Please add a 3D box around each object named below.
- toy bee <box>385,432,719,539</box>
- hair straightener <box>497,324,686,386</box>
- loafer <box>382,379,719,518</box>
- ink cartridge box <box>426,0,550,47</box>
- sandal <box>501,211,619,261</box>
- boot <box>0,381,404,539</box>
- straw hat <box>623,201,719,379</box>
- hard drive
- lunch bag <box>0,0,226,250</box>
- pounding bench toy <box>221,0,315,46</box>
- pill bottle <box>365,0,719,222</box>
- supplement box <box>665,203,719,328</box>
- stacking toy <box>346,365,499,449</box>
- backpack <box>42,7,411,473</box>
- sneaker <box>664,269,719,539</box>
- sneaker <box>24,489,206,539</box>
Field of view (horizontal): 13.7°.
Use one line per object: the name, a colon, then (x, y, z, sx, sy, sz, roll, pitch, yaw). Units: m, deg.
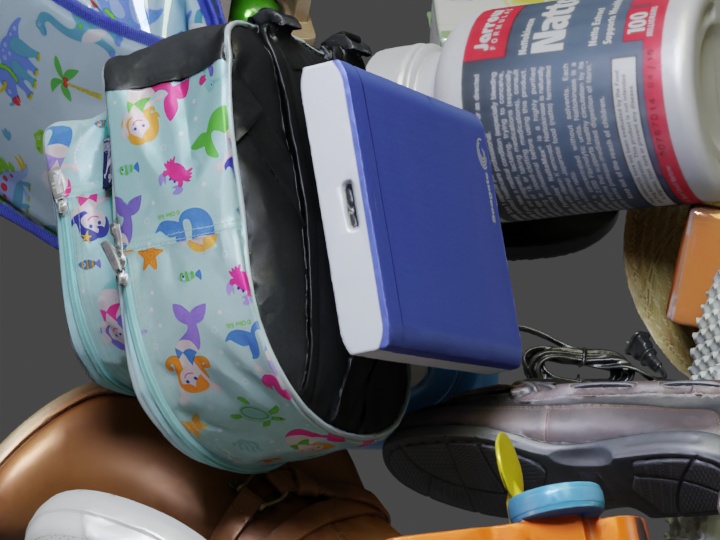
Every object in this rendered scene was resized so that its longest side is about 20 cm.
toy bee: (0.103, 0.152, 1.463, 0.199, 0.109, 0.132, 12, 71, 1)
hair straightener: (0.140, 0.068, 1.627, 0.198, 0.041, 0.077, 6, 37, 0)
loafer: (0.110, 0.085, 1.522, 0.199, 0.072, 0.063, 1, 49, 27)
ink cartridge box: (0.114, -0.148, 1.825, 0.144, 0.048, 0.200, 1, 23, -1)
sandal: (0.061, -0.043, 1.731, 0.199, 0.048, 0.076, -3, 39, -16)
boot: (-0.080, 0.122, 1.465, 0.199, 0.074, 0.155, -21, 52, -32)
straw hat: (0.248, -0.013, 1.706, 0.200, 0.202, 0.085, 16, -4, 6)
hard drive: (0.027, -0.021, 1.431, 0.025, 0.133, 0.200, -12, -8, 19)
lunch bag: (-0.143, -0.103, 1.655, 0.127, 0.171, 0.200, -19, 46, -33)
pounding bench toy: (-0.054, -0.216, 1.835, 0.198, 0.157, 0.125, 0, 37, -15)
pill bottle: (0.106, -0.088, 1.642, 0.199, 0.120, 0.120, -6, 30, 25)
supplement box: (0.269, 0.015, 1.623, 0.199, 0.067, 0.069, 13, 5, 7)
stacking toy: (0.000, 0.000, 1.622, 0.109, 0.117, 0.200, -1, 32, -16)
backpack: (-0.057, -0.003, 1.431, 0.177, 0.150, 0.201, 13, 59, -64)
sneaker: (0.223, 0.072, 1.560, 0.099, 0.070, 0.202, 15, 78, -10)
sneaker: (-0.093, 0.186, 1.364, 0.199, 0.074, 0.116, 33, 40, 14)
